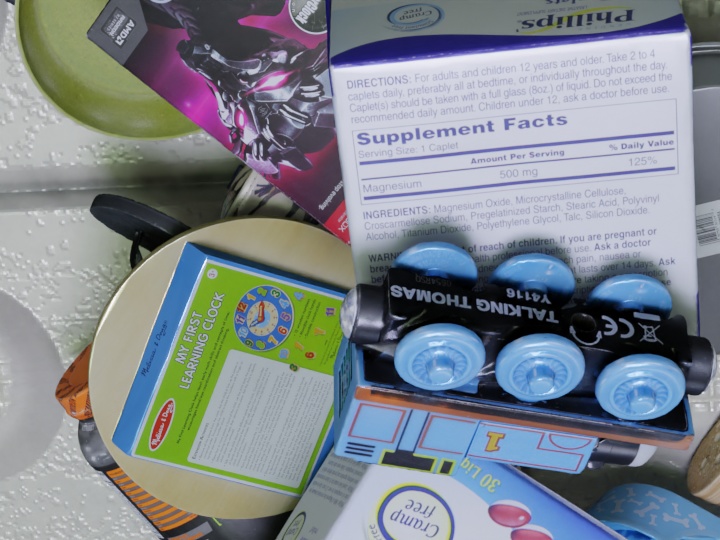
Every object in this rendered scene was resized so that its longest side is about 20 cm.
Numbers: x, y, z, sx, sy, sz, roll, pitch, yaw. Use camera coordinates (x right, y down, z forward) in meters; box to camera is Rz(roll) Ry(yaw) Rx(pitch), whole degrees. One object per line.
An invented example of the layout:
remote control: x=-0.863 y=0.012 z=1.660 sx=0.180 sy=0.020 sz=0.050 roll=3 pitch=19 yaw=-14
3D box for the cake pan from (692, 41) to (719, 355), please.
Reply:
cake pan: x=0.203 y=-0.034 z=1.283 sx=0.200 sy=0.037 sz=0.200 roll=1 pitch=117 yaw=2

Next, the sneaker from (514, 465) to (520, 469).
sneaker: x=0.106 y=0.181 z=1.438 sx=0.200 sy=0.073 sz=0.114 roll=25 pitch=125 yaw=33

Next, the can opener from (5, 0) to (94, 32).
can opener: x=-0.157 y=-0.236 z=1.315 sx=0.079 sy=0.063 sz=0.200 roll=14 pitch=116 yaw=-17

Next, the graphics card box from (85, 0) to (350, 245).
graphics card box: x=-0.042 y=-0.123 z=1.258 sx=0.200 sy=0.051 sz=0.125 roll=40 pitch=116 yaw=-2

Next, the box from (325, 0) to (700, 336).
box: x=0.081 y=-0.058 z=1.181 sx=0.184 sy=0.105 sz=0.200 roll=-6 pitch=124 yaw=2

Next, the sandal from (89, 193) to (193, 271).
sandal: x=-0.090 y=0.020 z=1.387 sx=0.200 sy=0.075 sz=0.048 roll=37 pitch=70 yaw=-24

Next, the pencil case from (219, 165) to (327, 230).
pencil case: x=0.000 y=0.000 z=1.407 sx=0.200 sy=0.078 sz=0.089 roll=32 pitch=134 yaw=-10

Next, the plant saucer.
plant saucer: x=-0.114 y=-0.171 z=1.322 sx=0.200 sy=0.031 sz=0.200 roll=-14 pitch=129 yaw=-18

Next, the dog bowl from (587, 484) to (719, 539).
dog bowl: x=0.229 y=0.212 z=1.460 sx=0.200 sy=0.050 sz=0.112 roll=29 pitch=141 yaw=10

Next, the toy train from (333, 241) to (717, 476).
toy train: x=0.081 y=0.053 z=1.147 sx=0.200 sy=0.087 sz=0.114 roll=9 pitch=134 yaw=-11

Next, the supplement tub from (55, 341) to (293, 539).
supplement tub: x=-0.100 y=0.122 z=1.449 sx=0.123 sy=0.123 sz=0.200 roll=-34 pitch=108 yaw=19

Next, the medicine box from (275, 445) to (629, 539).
medicine box: x=0.038 y=0.206 z=1.329 sx=0.182 sy=0.103 sz=0.200 roll=33 pitch=82 yaw=-12

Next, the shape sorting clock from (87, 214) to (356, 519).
shape sorting clock: x=-0.069 y=0.061 z=1.360 sx=0.200 sy=0.039 sz=0.200 roll=-6 pitch=113 yaw=-15

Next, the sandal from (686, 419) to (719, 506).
sandal: x=0.254 y=0.062 z=1.414 sx=0.070 sy=0.078 sz=0.212 roll=25 pitch=120 yaw=-13
